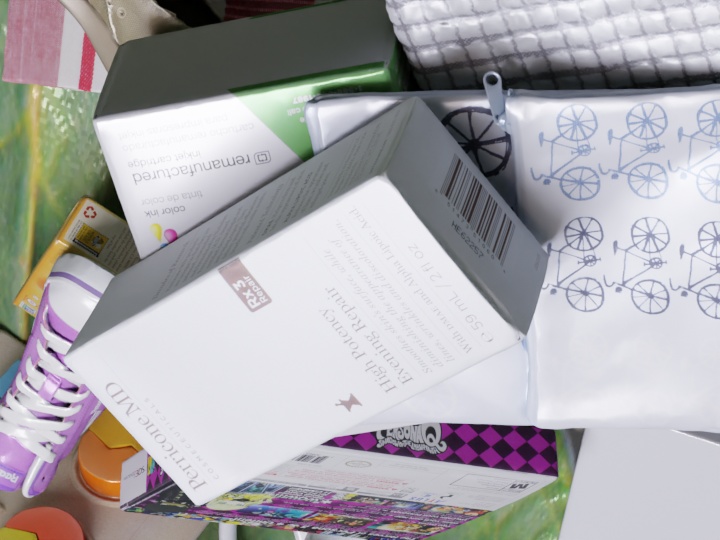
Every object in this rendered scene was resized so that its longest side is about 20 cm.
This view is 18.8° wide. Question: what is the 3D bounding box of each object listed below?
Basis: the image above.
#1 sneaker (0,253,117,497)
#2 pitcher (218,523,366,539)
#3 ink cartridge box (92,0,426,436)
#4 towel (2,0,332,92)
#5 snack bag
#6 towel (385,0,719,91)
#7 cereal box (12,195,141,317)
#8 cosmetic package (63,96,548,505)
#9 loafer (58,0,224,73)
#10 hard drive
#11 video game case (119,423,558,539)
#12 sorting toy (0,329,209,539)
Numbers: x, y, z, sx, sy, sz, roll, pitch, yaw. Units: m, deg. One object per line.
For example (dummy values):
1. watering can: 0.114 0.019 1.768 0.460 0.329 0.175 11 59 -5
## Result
1. sneaker: -0.173 0.072 1.245 0.072 0.115 0.201 31 154 2
2. pitcher: -0.052 0.244 1.436 0.172 0.121 0.201 43 124 15
3. ink cartridge box: -0.028 -0.019 1.055 0.144 0.084 0.201 -9 122 12
4. towel: -0.091 -0.159 1.139 0.198 0.023 0.145 9 97 18
5. snack bag: 0.075 -0.002 0.982 0.198 0.021 0.190 1 124 11
6. towel: 0.120 -0.114 0.970 0.199 0.086 0.166 -8 124 28
7. cereal box: -0.104 0.042 1.297 0.199 0.040 0.144 34 156 -7
8. cosmetic package: -0.026 0.017 0.970 0.199 0.074 0.102 -31 110 31
9. loafer: -0.119 -0.155 1.098 0.067 0.076 0.201 -35 94 21
10. hard drive: 0.186 0.163 1.304 0.131 0.025 0.201 18 132 11
11. video game case: -0.015 0.116 1.260 0.199 0.036 0.181 9 157 -25
12. sorting toy: -0.200 0.132 1.334 0.199 0.185 0.037 27 142 18
